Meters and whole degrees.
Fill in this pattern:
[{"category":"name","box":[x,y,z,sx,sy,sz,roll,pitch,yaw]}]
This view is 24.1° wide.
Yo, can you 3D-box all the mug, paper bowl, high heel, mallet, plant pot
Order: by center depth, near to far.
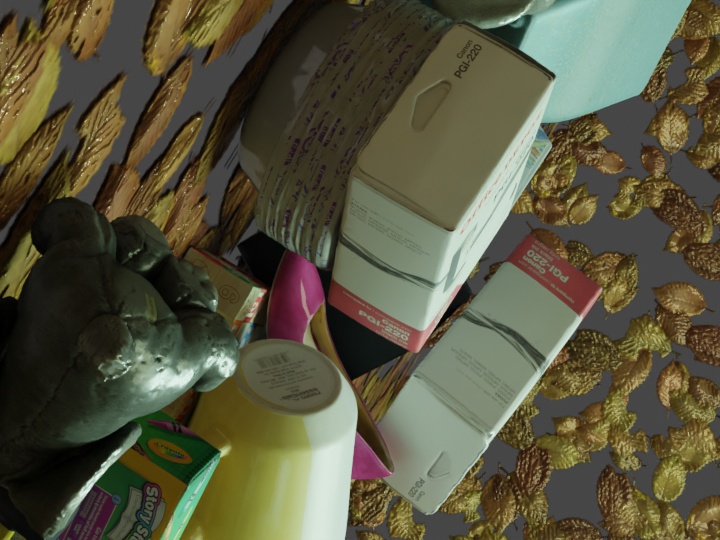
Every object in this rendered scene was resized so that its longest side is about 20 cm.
[{"category":"mallet","box":[-0.245,0.205,1.100,0.201,0.066,0.041,-62,169,25]},{"category":"paper bowl","box":[-0.013,-0.110,1.213,0.202,0.104,0.201,-56,171,-13]},{"category":"mug","box":[-0.072,0.146,1.244,0.187,0.148,0.154,-69,176,-54]},{"category":"high heel","box":[-0.020,0.074,1.316,0.067,0.095,0.202,-43,138,-58]},{"category":"plant pot","box":[0.150,-0.244,1.443,0.199,0.196,0.197,-31,156,-39]}]

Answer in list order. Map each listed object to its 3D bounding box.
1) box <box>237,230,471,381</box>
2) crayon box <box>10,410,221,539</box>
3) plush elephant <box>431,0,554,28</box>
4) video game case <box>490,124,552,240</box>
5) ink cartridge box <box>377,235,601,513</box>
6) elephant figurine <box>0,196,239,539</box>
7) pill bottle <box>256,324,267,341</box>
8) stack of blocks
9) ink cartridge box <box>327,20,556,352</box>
[{"category":"box","box":[0.000,0.000,1.444,0.104,0.149,0.200,-28,-179,21]},{"category":"crayon box","box":[-0.190,0.178,1.144,0.201,0.118,0.058,-62,171,23]},{"category":"plush elephant","box":[0.085,-0.256,1.183,0.200,0.153,0.167,-166,-115,-66]},{"category":"video game case","box":[0.087,-0.128,1.527,0.022,0.183,0.200,-18,-154,42]},{"category":"ink cartridge box","box":[0.099,0.087,1.411,0.200,0.085,0.146,-50,173,-39]},{"category":"elephant figurine","box":[-0.170,0.073,0.918,0.200,0.142,0.155,-45,147,18]},{"category":"pill bottle","box":[-0.075,0.079,1.483,0.115,0.113,0.200,-61,171,20]},{"category":"stack of blocks","box":[-0.144,0.086,1.291,0.201,0.058,0.115,-59,172,0]},{"category":"ink cartridge box","box":[0.053,-0.054,1.167,0.146,0.084,0.200,-55,168,-24]}]
